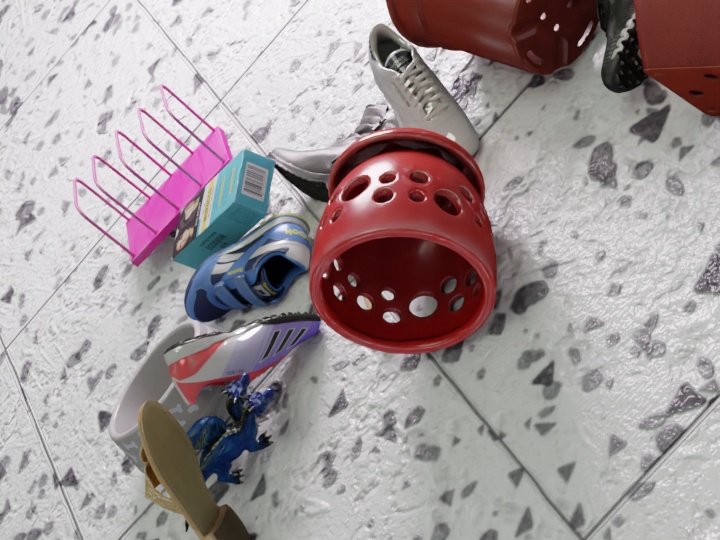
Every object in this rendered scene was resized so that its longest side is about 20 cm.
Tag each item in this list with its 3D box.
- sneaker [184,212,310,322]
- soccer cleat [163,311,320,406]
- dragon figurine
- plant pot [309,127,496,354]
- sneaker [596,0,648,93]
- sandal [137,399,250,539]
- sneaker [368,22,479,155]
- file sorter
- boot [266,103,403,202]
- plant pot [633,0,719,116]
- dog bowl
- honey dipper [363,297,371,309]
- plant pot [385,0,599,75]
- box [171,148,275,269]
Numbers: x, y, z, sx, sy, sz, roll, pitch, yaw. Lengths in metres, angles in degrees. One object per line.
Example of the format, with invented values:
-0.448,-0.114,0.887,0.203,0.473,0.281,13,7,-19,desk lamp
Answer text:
-0.143,0.011,1.761,0.200,0.074,0.083,-37,44,20,sneaker
-0.131,0.100,1.639,0.068,0.199,0.074,-30,77,60,soccer cleat
-0.166,0.204,1.613,0.200,0.099,0.059,-47,57,4,dragon figurine
0.051,-0.038,1.520,0.199,0.200,0.183,-25,38,29,plant pot
0.296,-0.277,1.551,0.090,0.066,0.201,0,59,47,sneaker
-0.208,0.248,1.559,0.069,0.213,0.078,-26,15,28,sandal
0.069,-0.208,1.669,0.076,0.081,0.200,-34,64,-9,sneaker
-0.294,-0.139,1.950,0.200,0.125,0.139,-45,27,10,file sorter
-0.019,-0.152,1.772,0.199,0.070,0.132,23,77,38,boot
0.381,-0.255,1.367,0.199,0.199,0.178,6,79,46,plant pot
-0.232,0.147,1.711,0.200,0.059,0.201,-43,22,22,dog bowl
0.000,0.000,1.660,0.038,0.038,0.201,-38,45,18,honey dipper
0.165,-0.328,1.628,0.195,0.201,0.201,33,86,42,plant pot
-0.180,-0.076,1.821,0.200,0.049,0.083,-36,40,52,box
